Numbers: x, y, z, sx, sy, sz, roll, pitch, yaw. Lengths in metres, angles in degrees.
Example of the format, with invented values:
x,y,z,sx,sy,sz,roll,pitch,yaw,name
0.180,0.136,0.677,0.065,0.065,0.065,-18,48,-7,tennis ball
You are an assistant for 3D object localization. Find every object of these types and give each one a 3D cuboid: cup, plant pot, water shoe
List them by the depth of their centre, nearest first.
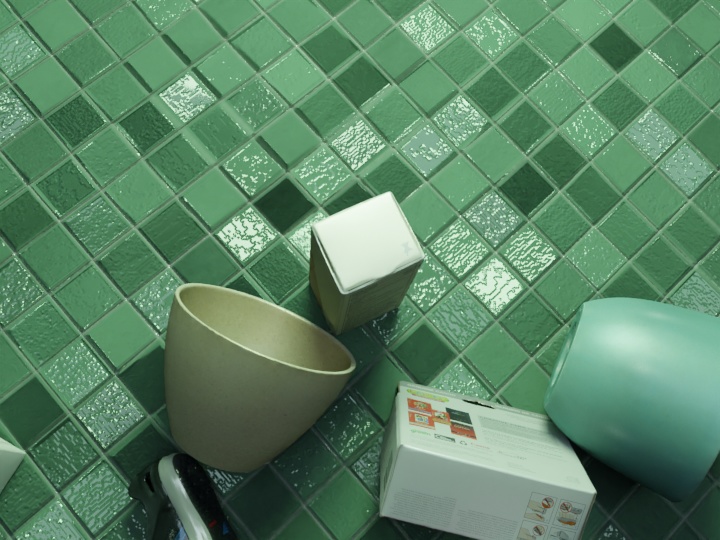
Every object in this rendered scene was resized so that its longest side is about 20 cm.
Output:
x,y,z,sx,sy,sz,roll,pitch,yaw,name
-0.124,0.120,0.798,0.199,0.200,0.144,25,99,2,cup
-0.175,0.293,0.801,0.079,0.071,0.201,-27,78,16,water shoe
0.293,0.122,0.828,0.160,0.201,0.202,21,72,12,plant pot

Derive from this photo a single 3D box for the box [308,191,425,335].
x,y,z,sx,sy,sz,roll,pitch,yaw,name
0.000,0.000,0.824,0.094,0.200,0.078,-23,77,-12,box

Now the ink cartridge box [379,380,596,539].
x,y,z,sx,sy,sz,roll,pitch,yaw,name
0.125,0.206,0.822,0.198,0.176,0.085,14,104,-1,ink cartridge box

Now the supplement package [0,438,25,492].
x,y,z,sx,sy,sz,roll,pitch,yaw,name
-0.467,0.181,0.766,0.199,0.117,0.118,30,73,3,supplement package
